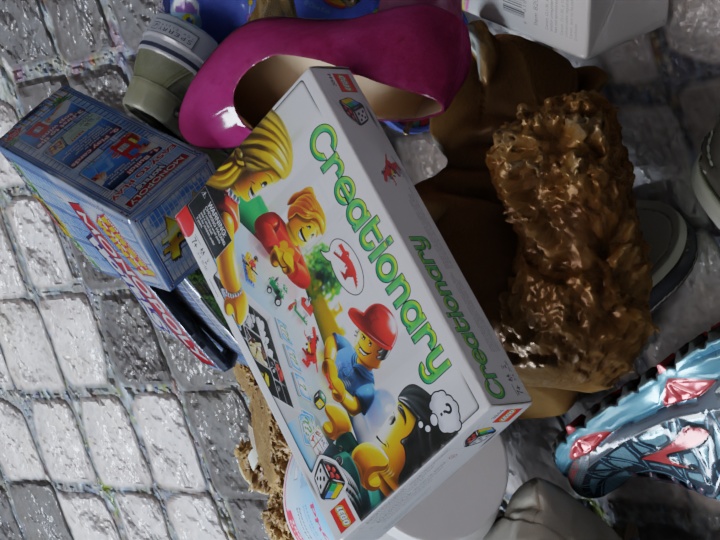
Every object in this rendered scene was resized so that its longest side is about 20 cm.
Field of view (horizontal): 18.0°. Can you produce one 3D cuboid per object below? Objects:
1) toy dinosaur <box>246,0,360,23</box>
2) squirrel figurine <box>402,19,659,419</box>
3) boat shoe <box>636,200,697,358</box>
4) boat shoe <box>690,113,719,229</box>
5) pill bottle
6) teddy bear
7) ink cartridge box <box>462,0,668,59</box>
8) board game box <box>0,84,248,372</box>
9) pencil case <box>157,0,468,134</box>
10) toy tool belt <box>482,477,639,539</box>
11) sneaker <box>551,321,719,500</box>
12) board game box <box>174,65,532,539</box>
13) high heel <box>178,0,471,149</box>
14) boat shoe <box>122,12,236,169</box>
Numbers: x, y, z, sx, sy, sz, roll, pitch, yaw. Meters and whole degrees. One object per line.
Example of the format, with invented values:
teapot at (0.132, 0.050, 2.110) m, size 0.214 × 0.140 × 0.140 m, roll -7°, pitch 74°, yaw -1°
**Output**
toy dinosaur at (-0.046, -0.194, 1.214) m, size 0.101 × 0.058 × 0.201 m, roll 19°, pitch 120°, yaw 45°
squirrel figurine at (0.088, -0.033, 1.164) m, size 0.200 × 0.141 × 0.188 m, roll -10°, pitch 64°, yaw 60°
boat shoe at (0.131, 0.023, 1.263) m, size 0.063 × 0.073 × 0.200 m, roll 25°, pitch 144°, yaw -22°
boat shoe at (0.236, -0.007, 1.078) m, size 0.202 × 0.072 × 0.060 m, roll 49°, pitch 148°, yaw 26°
pill bottle at (0.022, 0.124, 1.328) m, size 0.109 × 0.108 × 0.200 m, roll 61°, pitch 166°, yaw 3°
teddy bear at (-0.039, 0.106, 1.517) m, size 0.145 × 0.066 × 0.201 m, roll -130°, pitch 33°, yaw -49°
ink cartridge box at (0.067, -0.200, 1.177) m, size 0.200 × 0.067 × 0.117 m, roll 28°, pitch 131°, yaw 39°
board game box at (-0.111, -0.014, 1.335) m, size 0.200 × 0.062 × 0.200 m, roll 53°, pitch 166°, yaw -16°
pencil case at (-0.027, -0.143, 1.323) m, size 0.200 × 0.078 × 0.087 m, roll 24°, pitch 145°, yaw 41°
toy tool belt at (0.117, 0.197, 1.316) m, size 0.122 × 0.125 × 0.200 m, roll 26°, pitch 165°, yaw -7°
sneaker at (0.176, 0.095, 1.208) m, size 0.096 × 0.079 × 0.200 m, roll 61°, pitch 145°, yaw 10°
board game box at (-0.008, 0.017, 1.119) m, size 0.126 × 0.035 × 0.201 m, roll -45°, pitch 62°, yaw 35°
high heel at (-0.027, -0.089, 1.178) m, size 0.067 × 0.097 × 0.200 m, roll 34°, pitch 134°, yaw -31°
boat shoe at (-0.101, -0.091, 1.388) m, size 0.072 × 0.062 × 0.200 m, roll 28°, pitch 169°, yaw 22°
